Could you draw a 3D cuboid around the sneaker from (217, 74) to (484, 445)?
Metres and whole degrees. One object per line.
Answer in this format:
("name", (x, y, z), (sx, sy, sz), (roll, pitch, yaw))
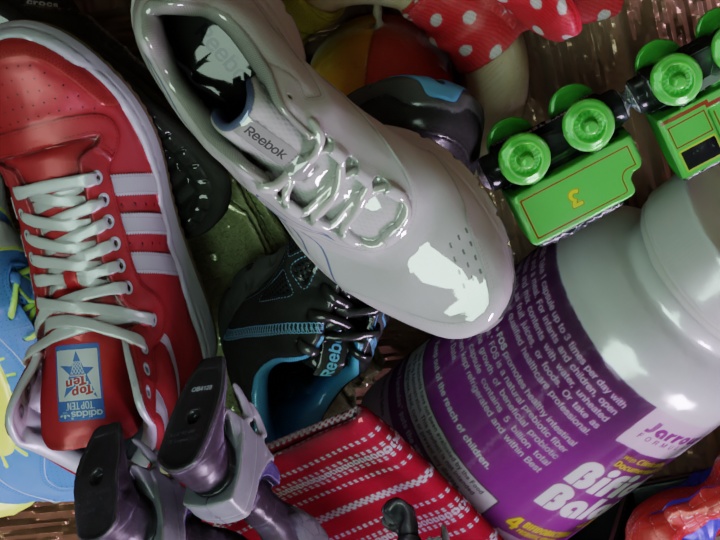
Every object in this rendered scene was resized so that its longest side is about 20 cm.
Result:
("sneaker", (0.000, 0.000, 1.248), (0.073, 0.082, 0.200), (13, 135, -19))

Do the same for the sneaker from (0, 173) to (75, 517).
("sneaker", (-0.147, 0.028, 1.328), (0.105, 0.076, 0.201), (3, 127, -3))

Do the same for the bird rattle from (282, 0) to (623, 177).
("bird rattle", (0.014, -0.104, 1.257), (0.199, 0.113, 0.164), (-4, 129, 2))

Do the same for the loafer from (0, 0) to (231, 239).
("loafer", (-0.134, -0.093, 1.292), (0.200, 0.071, 0.073), (38, 127, -3))

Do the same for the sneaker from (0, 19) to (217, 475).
("sneaker", (-0.121, 0.000, 1.231), (0.071, 0.113, 0.201), (-10, 123, 22))

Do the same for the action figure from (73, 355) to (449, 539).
("action figure", (-0.031, 0.124, 1.234), (0.130, 0.070, 0.200), (-21, 135, 25))

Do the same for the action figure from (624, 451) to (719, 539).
("action figure", (0.176, 0.080, 1.274), (0.200, 0.065, 0.052), (-44, 93, 7))

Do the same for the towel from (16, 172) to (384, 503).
("towel", (-0.102, 0.029, 1.373), (0.199, 0.037, 0.149), (-21, 112, 22))

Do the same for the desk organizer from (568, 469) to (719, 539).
("desk organizer", (0.102, 0.155, 1.369), (0.199, 0.072, 0.077), (-13, 112, 20))

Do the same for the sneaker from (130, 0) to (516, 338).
("sneaker", (-0.022, -0.043, 1.152), (0.200, 0.087, 0.075), (41, 104, -1))

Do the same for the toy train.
("toy train", (0.143, -0.073, 1.213), (0.199, 0.042, 0.057), (-27, 108, 1))

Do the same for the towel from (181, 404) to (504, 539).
("towel", (0.017, 0.149, 1.298), (0.144, 0.023, 0.200), (-25, 118, 40))

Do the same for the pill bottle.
("pill bottle", (0.101, 0.042, 1.283), (0.112, 0.112, 0.200), (43, 120, -11))
